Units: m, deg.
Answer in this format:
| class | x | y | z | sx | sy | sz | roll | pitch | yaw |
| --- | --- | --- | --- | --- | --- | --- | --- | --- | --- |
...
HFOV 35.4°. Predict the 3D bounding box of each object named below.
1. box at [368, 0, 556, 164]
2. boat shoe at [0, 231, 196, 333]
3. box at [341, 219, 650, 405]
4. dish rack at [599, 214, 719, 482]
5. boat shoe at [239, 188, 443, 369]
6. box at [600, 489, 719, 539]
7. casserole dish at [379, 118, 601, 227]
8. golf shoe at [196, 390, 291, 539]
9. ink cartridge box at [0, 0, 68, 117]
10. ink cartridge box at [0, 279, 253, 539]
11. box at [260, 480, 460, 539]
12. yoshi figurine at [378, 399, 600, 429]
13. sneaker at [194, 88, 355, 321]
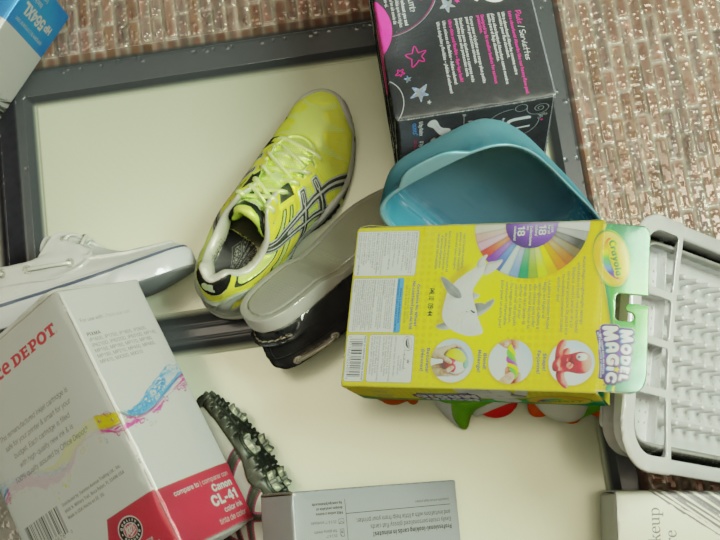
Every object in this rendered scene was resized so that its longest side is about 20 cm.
| class | x | y | z | sx | sy | sz | roll | pitch | yaw |
| --- | --- | --- | --- | --- | --- | --- | --- | --- | --- |
| box | 0.070 | -0.172 | 0.848 | 0.114 | 0.132 | 0.200 | -8 | 66 | 1 |
| boat shoe | -0.228 | 0.002 | 0.875 | 0.200 | 0.074 | 0.065 | -16 | 82 | -1 |
| box | 0.092 | 0.028 | 0.750 | 0.200 | 0.048 | 0.118 | -1 | 73 | 24 |
| dish rack | 0.235 | 0.063 | 0.803 | 0.200 | 0.043 | 0.172 | 15 | 75 | -38 |
| boat shoe | 0.000 | 0.000 | 0.868 | 0.200 | 0.060 | 0.074 | -39 | 38 | -22 |
| box | 0.277 | 0.198 | 0.809 | 0.200 | 0.068 | 0.082 | -1 | 79 | 3 |
| casserole dish | 0.095 | -0.048 | 0.817 | 0.121 | 0.200 | 0.039 | -26 | 56 | 25 |
| golf shoe | -0.085 | 0.185 | 0.831 | 0.088 | 0.077 | 0.200 | -31 | 78 | 3 |
| ink cartridge box | -0.359 | -0.175 | 0.913 | 0.146 | 0.084 | 0.200 | 30 | 81 | 8 |
| ink cartridge box | -0.188 | 0.127 | 0.813 | 0.148 | 0.086 | 0.200 | -34 | 76 | 31 |
| box | 0.009 | 0.251 | 0.782 | 0.156 | 0.041 | 0.200 | 6 | 76 | -40 |
| yoshi figurine | 0.115 | 0.056 | 0.830 | 0.200 | 0.112 | 0.113 | 6 | 73 | 2 |
| sneaker | -0.062 | -0.054 | 0.875 | 0.075 | 0.076 | 0.200 | 24 | 80 | 9 |
